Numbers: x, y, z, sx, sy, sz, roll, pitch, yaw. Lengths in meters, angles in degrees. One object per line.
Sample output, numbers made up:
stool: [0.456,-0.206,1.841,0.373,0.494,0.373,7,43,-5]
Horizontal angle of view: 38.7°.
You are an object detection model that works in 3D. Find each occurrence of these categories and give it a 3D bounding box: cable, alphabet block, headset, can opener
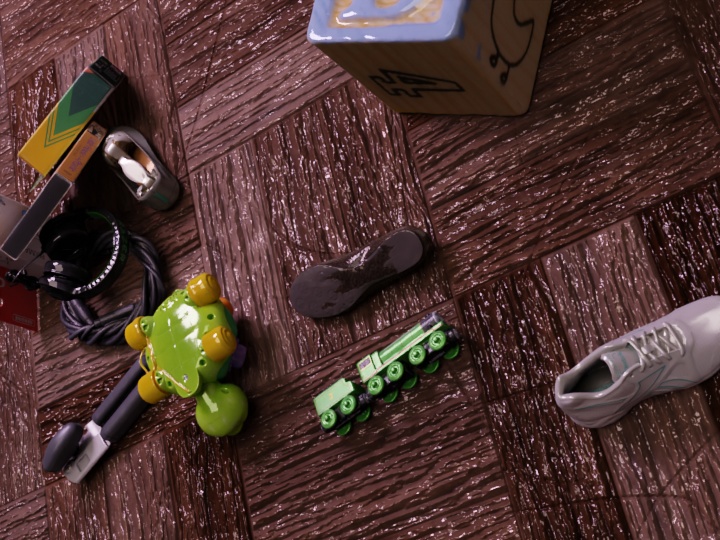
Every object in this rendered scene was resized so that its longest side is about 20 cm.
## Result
cable: [-0.351,0.024,1.422,0.198,0.051,0.166,5,78,33]
alphabet block: [0.085,-0.302,1.156,0.194,0.199,0.198,10,81,34]
headset: [-0.400,-0.011,1.413,0.197,0.094,0.125,-14,67,17]
can opener: [-0.341,0.197,1.352,0.201,0.067,0.053,-50,57,10]

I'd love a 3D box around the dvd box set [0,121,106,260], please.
dvd box set: [-0.424,-0.116,1.428,0.146,0.029,0.201,-47,18,22]

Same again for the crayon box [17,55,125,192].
crayon box: [-0.432,-0.218,1.508,0.200,0.051,0.127,-49,17,10]

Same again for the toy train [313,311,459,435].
toy train: [0.028,0.116,1.162,0.199,0.042,0.057,-38,48,17]

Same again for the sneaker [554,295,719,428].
sneaker: [0.276,0.088,0.989,0.199,0.080,0.071,-35,58,17]

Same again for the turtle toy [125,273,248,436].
turtle toy: [-0.198,0.111,1.268,0.145,0.101,0.202,-32,61,20]

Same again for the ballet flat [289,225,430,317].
ballet flat: [0.000,0.000,1.216,0.199,0.046,0.068,-29,93,28]

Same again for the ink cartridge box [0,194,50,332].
ink cartridge box: [-0.519,-0.023,1.452,0.044,0.199,0.179,-21,65,23]

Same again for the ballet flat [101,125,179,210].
ballet flat: [-0.326,-0.158,1.454,0.200,0.063,0.068,42,99,34]
